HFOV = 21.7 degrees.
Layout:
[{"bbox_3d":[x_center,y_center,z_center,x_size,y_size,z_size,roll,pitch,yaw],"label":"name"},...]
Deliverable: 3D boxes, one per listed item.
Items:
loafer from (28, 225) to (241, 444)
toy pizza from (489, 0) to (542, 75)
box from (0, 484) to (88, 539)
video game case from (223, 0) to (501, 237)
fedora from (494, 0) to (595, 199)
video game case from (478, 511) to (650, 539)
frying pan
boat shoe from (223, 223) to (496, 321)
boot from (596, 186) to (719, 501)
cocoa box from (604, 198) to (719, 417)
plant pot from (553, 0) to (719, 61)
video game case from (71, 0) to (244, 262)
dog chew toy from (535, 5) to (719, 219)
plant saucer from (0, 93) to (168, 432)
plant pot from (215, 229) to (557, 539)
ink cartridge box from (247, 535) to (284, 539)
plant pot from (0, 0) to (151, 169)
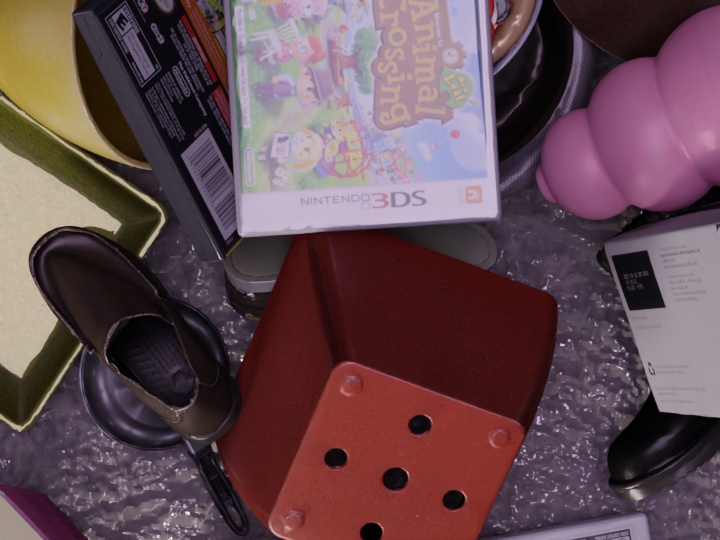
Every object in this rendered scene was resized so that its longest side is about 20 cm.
[{"bbox_3d":[-0.161,0.035,1.322,0.200,0.071,0.073,41,84,17],"label":"loafer"},{"bbox_3d":[0.030,-0.212,1.312,0.199,0.032,0.201,-1,79,7],"label":"toy pizza"},{"bbox_3d":[-0.255,0.289,1.358,0.176,0.097,0.200,41,91,18],"label":"box"},{"bbox_3d":[0.000,-0.128,1.279,0.181,0.022,0.201,-3,90,5],"label":"video game case"},{"bbox_3d":[0.076,-0.141,1.369,0.176,0.090,0.201,28,85,-1],"label":"fedora"},{"bbox_3d":[0.130,0.286,1.401,0.199,0.024,0.183,-9,91,-5],"label":"video game case"},{"bbox_3d":[-0.145,0.114,1.386,0.114,0.031,0.191,-8,94,-19],"label":"frying pan"},{"bbox_3d":[0.000,0.000,1.391,0.200,0.061,0.072,-2,51,-3],"label":"boat shoe"},{"bbox_3d":[0.221,0.048,1.373,0.211,0.079,0.158,-44,97,-9],"label":"boot"},{"bbox_3d":[0.270,0.015,1.241,0.131,0.200,0.134,-19,92,-13],"label":"cocoa box"},{"bbox_3d":[0.242,-0.261,1.278,0.186,0.200,0.188,6,73,-21],"label":"plant pot"},{"bbox_3d":[-0.098,-0.138,1.311,0.025,0.181,0.201,-3,124,39],"label":"video game case"},{"bbox_3d":[0.211,-0.097,1.275,0.199,0.124,0.125,-24,90,22],"label":"dog chew toy"},{"bbox_3d":[-0.274,-0.017,1.401,0.200,0.048,0.200,34,92,0],"label":"plant saucer"},{"bbox_3d":[0.019,0.105,1.292,0.199,0.176,0.201,20,110,-9],"label":"plant pot"},{"bbox_3d":[-0.043,0.295,1.383,0.144,0.084,0.201,-9,91,2],"label":"ink cartridge box"},{"bbox_3d":[-0.194,-0.179,1.342,0.141,0.200,0.201,9,91,31],"label":"plant pot"}]
